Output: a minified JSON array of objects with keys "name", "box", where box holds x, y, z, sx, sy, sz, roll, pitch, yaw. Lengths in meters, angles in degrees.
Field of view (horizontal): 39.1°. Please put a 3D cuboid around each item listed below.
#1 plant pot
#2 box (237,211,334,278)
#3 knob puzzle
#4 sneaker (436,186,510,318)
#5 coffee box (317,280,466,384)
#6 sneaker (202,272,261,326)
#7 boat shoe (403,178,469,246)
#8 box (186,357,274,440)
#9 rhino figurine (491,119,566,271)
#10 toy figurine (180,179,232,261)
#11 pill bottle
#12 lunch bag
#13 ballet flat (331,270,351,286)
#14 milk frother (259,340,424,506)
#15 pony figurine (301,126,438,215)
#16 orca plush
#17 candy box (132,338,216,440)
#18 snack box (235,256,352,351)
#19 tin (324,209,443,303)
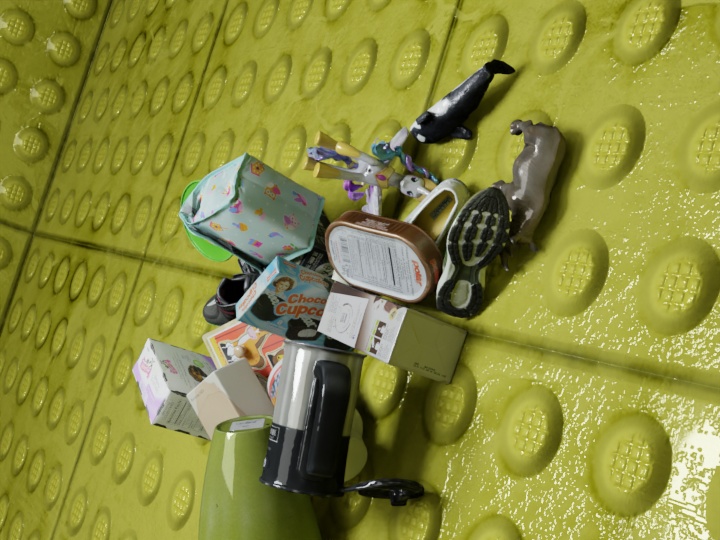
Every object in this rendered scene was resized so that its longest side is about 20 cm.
[{"name":"plant pot","box":[-0.153,0.317,1.447,0.186,0.185,0.204,2,101,56]},{"name":"box","box":[-0.116,-0.016,1.734,0.165,0.085,0.201,-57,35,18]},{"name":"knob puzzle","box":[-0.146,0.154,1.625,0.216,0.030,0.224,7,107,22]},{"name":"sneaker","box":[0.143,-0.037,1.338,0.089,0.076,0.202,-85,9,-50]},{"name":"coffee box","box":[0.040,0.085,1.422,0.199,0.112,0.081,18,87,57]},{"name":"sneaker","box":[-0.210,0.040,1.685,0.199,0.083,0.078,-25,52,47]},{"name":"boat shoe","box":[0.080,-0.041,1.445,0.202,0.075,0.086,-49,-6,21]},{"name":"box","box":[-0.179,0.252,1.595,0.095,0.077,0.202,-40,78,38]},{"name":"rhino figurine","box":[0.213,-0.098,1.315,0.087,0.059,0.203,8,81,59]},{"name":"toy figurine","box":[-0.199,-0.127,1.838,0.199,0.183,0.152,-33,87,46]},{"name":"pill bottle","box":[-0.061,0.217,1.500,0.112,0.110,0.201,-58,34,17]},{"name":"lunch bag","box":[-0.183,-0.081,1.632,0.199,0.169,0.124,-23,46,48]},{"name":"ballet flat","box":[0.000,0.000,1.565,0.200,0.072,0.074,-45,40,32]},{"name":"milk frother","box":[-0.013,0.204,1.340,0.180,0.197,0.192,3,82,59]},{"name":"pony figurine","box":[0.015,-0.149,1.551,0.193,0.197,0.169,-140,66,-72]},{"name":"orca plush","box":[0.154,-0.232,1.498,0.199,0.072,0.105,-35,1,33]},{"name":"candy box","box":[-0.276,0.212,1.740,0.072,0.198,0.168,-59,33,14]},{"name":"snack box","box":[-0.075,0.059,1.525,0.116,0.198,0.037,-47,37,30]},{"name":"tin","box":[0.030,-0.018,1.430,0.198,0.114,0.042,15,41,38]}]
